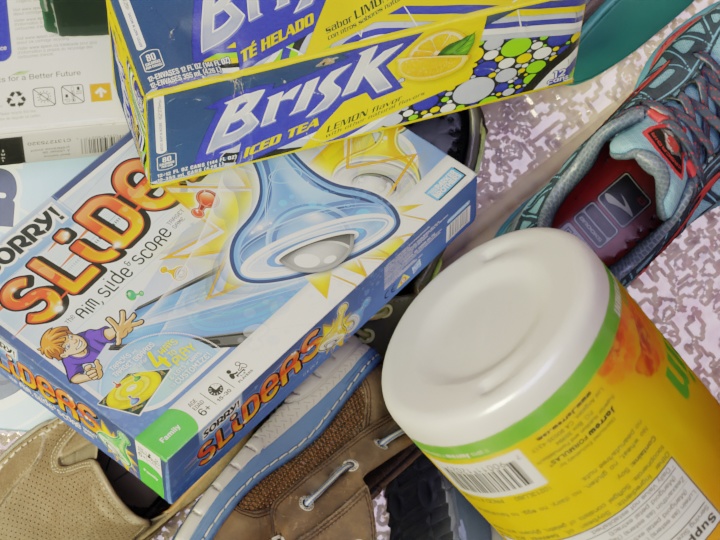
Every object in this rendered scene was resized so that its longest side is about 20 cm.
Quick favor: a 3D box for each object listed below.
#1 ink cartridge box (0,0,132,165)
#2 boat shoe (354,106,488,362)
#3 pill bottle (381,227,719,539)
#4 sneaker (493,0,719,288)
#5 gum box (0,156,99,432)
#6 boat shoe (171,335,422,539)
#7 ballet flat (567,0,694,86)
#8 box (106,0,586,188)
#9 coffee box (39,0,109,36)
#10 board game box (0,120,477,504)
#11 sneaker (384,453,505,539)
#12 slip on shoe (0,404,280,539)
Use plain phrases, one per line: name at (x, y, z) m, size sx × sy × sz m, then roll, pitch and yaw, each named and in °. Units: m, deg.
ink cartridge box at (-0.160, -0.142, 1.208) m, size 0.094 × 0.037 × 0.201 m, roll -6°, pitch 65°, yaw -6°
boat shoe at (-0.003, -0.001, 1.216) m, size 0.072 × 0.060 × 0.202 m, roll 28°, pitch 87°, yaw -2°
pill bottle at (0.108, 0.084, 1.159) m, size 0.111 × 0.111 × 0.200 m, roll -44°, pitch 121°, yaw -3°
sneaker at (0.143, -0.049, 1.205) m, size 0.079 × 0.096 × 0.200 m, roll 41°, pitch 87°, yaw 0°
gum box at (-0.176, -0.012, 1.219) m, size 0.199 × 0.045 × 0.171 m, roll 5°, pitch 87°, yaw -1°
boat shoe at (-0.028, 0.107, 1.112) m, size 0.072 × 0.072 × 0.200 m, roll 34°, pitch 53°, yaw 5°
ballet flat at (0.150, -0.166, 1.235) m, size 0.200 × 0.074 × 0.074 m, roll -37°, pitch 89°, yaw -5°
box at (-0.007, -0.102, 1.139) m, size 0.199 × 0.070 × 0.064 m, roll -15°, pitch 58°, yaw -12°
coffee box at (-0.123, -0.221, 1.162) m, size 0.044 × 0.123 × 0.201 m, roll -2°, pitch 63°, yaw -2°
board game box at (-0.063, -0.007, 1.136) m, size 0.135 × 0.035 × 0.200 m, roll 33°, pitch 59°, yaw 24°
sneaker at (0.069, 0.154, 1.218) m, size 0.082 × 0.070 × 0.201 m, roll -12°, pitch 85°, yaw -26°
slip on shoe at (-0.110, 0.095, 1.171) m, size 0.200 × 0.061 × 0.076 m, roll -38°, pitch 104°, yaw 11°
